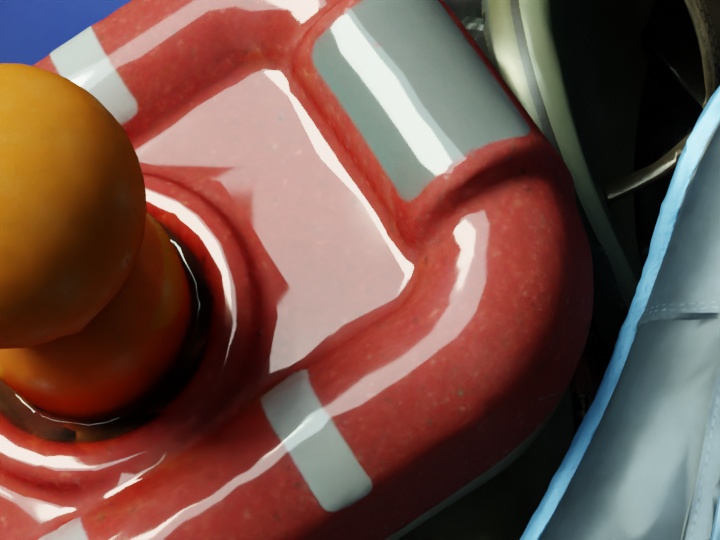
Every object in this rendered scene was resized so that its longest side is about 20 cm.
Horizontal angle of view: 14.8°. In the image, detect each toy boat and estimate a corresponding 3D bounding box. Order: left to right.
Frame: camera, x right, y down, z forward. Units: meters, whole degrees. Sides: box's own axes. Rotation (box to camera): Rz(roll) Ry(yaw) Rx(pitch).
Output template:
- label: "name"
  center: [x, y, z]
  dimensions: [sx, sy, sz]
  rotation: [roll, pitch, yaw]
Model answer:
- label: "toy boat"
  center: [-0.058, 0.005, 0.540]
  dimensions: [0.200, 0.131, 0.131]
  rotation: [-33, 62, -3]

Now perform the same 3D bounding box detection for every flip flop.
- label: "flip flop"
  center: [0.071, -0.070, 0.647]
  dimensions: [0.057, 0.081, 0.201]
  rotation: [-4, 48, 21]

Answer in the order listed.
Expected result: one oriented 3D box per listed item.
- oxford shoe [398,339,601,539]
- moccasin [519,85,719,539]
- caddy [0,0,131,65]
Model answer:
- label: "oxford shoe"
  center: [0.000, 0.000, 0.640]
  dimensions: [0.071, 0.074, 0.200]
  rotation: [-35, 40, 13]
- label: "moccasin"
  center: [0.092, 0.027, 0.548]
  dimensions: [0.068, 0.080, 0.201]
  rotation: [20, 86, 43]
- label: "caddy"
  center: [-0.116, -0.048, 0.709]
  dimensions: [0.201, 0.105, 0.141]
  rotation: [-62, 23, 15]
